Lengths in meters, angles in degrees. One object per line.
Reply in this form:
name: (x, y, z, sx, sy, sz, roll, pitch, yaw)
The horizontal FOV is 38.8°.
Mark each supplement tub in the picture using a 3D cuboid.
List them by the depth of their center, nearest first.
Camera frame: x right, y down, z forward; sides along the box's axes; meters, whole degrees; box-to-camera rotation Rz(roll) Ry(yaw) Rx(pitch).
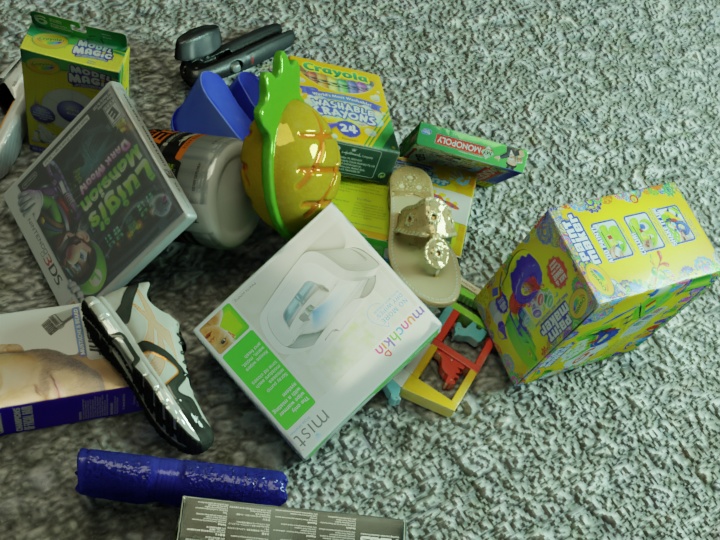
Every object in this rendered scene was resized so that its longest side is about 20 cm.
supplement tub: (-0.218, -0.096, 1.158, 0.197, 0.124, 0.123, 8, 48, 26)

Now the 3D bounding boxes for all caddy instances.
caddy: (-0.147, -0.154, 1.263, 0.140, 0.105, 0.201, -11, 56, -48)

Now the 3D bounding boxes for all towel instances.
towel: (-0.173, 0.208, 0.982, 0.196, 0.148, 0.051, 8, 78, -9)

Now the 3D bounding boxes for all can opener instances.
can opener: (-0.165, -0.295, 1.383, 0.198, 0.079, 0.063, -26, 56, -39)

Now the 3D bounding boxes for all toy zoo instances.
toy zoo: (0.084, 0.085, 1.205, 0.130, 0.021, 0.201, 31, 54, 8)

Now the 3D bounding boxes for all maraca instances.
maraca: (-0.077, -0.129, 1.085, 0.105, 0.203, 0.138, 3, 38, 15)

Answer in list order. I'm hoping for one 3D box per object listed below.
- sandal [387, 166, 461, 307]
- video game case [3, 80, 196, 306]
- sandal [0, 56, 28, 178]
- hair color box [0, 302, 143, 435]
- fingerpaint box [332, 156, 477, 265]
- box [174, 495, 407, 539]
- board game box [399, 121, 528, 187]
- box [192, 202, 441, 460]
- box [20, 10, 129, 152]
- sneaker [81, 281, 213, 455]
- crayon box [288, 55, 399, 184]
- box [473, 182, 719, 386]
sandal: (0.067, -0.060, 1.124, 0.076, 0.070, 0.214, -1, 44, -8)
video game case: (-0.288, -0.071, 1.112, 0.183, 0.199, 0.023, 57, 22, 16)
sandal: (-0.424, -0.205, 1.239, 0.058, 0.080, 0.209, 18, 55, -4)
hair color box: (-0.310, 0.098, 1.067, 0.196, 0.065, 0.111, -9, 59, -18)
fingerpaint box: (0.031, -0.062, 1.229, 0.196, 0.074, 0.168, 12, 42, 5)
box: (-0.072, 0.249, 0.940, 0.196, 0.193, 0.048, 9, 72, -9)
board game box: (0.121, -0.141, 1.276, 0.132, 0.200, 0.030, 15, 88, -4)
box: (-0.045, 0.068, 1.083, 0.200, 0.097, 0.177, -41, 83, -9)
box: (-0.329, -0.207, 1.189, 0.115, 0.201, 0.049, 13, 52, -5)
sneaker: (-0.198, 0.091, 1.021, 0.079, 0.074, 0.201, -27, 70, -31)
crayon box: (-0.031, -0.196, 1.255, 0.123, 0.052, 0.202, 9, 39, -18)
box: (0.268, 0.018, 1.173, 0.190, 0.201, 0.123, -12, 65, -28)
